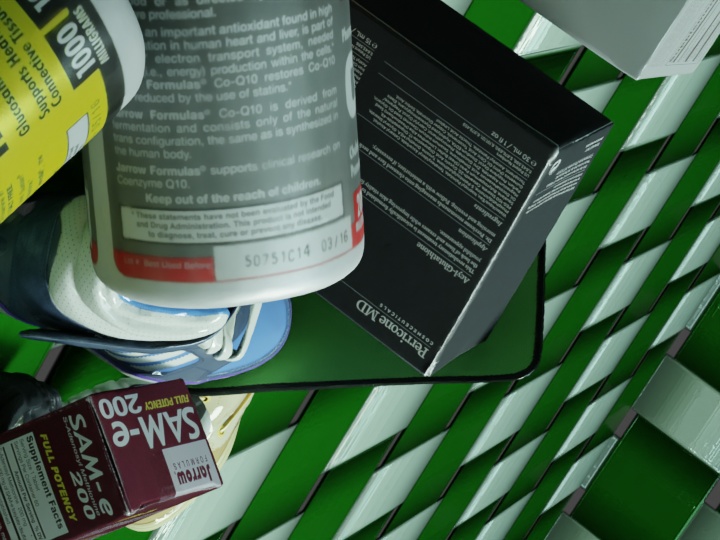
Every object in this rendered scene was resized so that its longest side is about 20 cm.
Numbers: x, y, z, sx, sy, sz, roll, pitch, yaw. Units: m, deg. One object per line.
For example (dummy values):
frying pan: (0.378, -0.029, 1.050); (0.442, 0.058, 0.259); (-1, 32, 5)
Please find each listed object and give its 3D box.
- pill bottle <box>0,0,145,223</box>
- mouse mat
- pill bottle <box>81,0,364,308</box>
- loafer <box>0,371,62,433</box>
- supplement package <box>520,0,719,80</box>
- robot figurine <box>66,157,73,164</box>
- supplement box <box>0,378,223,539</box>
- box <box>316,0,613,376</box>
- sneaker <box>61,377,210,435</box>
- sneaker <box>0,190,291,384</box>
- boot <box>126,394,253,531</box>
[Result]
pill bottle: (-0.179, -0.044, 0.826); (0.200, 0.112, 0.113); (-47, 164, -25)
mouse mat: (0.000, 0.000, 1.238); (0.008, 0.199, 0.161); (77, 15, -47)
pill bottle: (-0.060, -0.096, 0.932); (0.114, 0.113, 0.201); (-31, 122, -55)
loafer: (-0.216, 0.143, 1.219); (0.201, 0.068, 0.070); (-60, 155, 10)
supplement package: (0.114, -0.214, 1.164); (0.156, 0.200, 0.111); (-58, 164, 17)
robot figurine: (-0.079, -0.125, 1.052); (0.200, 0.058, 0.145); (-55, 163, 3)
supplement box: (-0.178, 0.116, 1.106); (0.199, 0.061, 0.109); (-23, 174, 18)
box: (0.002, -0.067, 1.153); (0.141, 0.200, 0.079); (-60, 163, 25)
sneaker: (-0.172, 0.128, 1.301); (0.200, 0.075, 0.081); (-35, 173, -6)
sneaker: (-0.074, 0.013, 1.088); (0.200, 0.146, 0.081); (19, 81, -42)
boot: (-0.102, 0.055, 1.359); (0.200, 0.073, 0.155); (-54, 166, -4)
